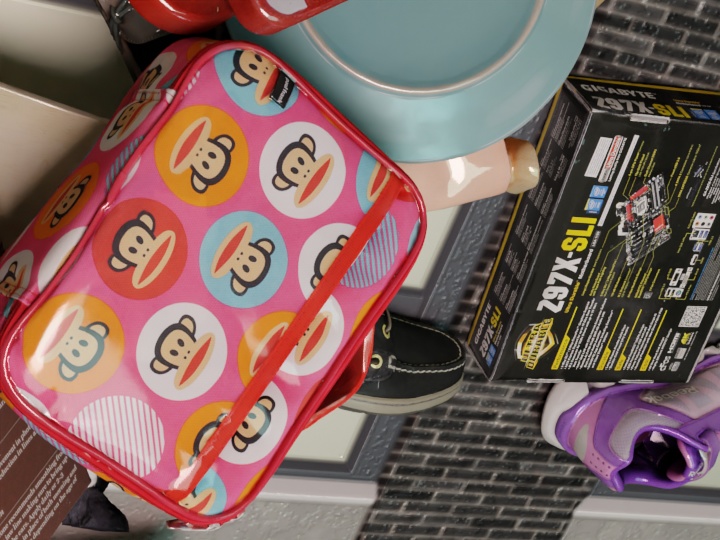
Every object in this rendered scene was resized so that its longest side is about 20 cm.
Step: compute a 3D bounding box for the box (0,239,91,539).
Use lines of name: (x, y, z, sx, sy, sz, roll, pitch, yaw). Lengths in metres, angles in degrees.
box: (-0.205, 0.055, 0.737, 0.074, 0.100, 0.201, 6, 128, 23)

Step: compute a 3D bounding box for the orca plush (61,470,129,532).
orca plush: (-0.114, 0.041, 0.849, 0.070, 0.202, 0.105, 9, 162, -18)

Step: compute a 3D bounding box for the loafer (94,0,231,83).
loafer: (-0.093, -0.121, 0.795, 0.071, 0.063, 0.201, -22, 130, -7)

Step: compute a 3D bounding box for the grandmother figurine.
grandmother figurine: (-0.005, -0.050, 0.820, 0.198, 0.060, 0.122, -11, 89, -20)

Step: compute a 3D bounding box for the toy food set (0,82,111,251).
toy food set: (-0.216, -0.050, 0.774, 0.198, 0.061, 0.144, 18, 118, -20)

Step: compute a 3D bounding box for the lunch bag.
lunch bag: (-0.066, 0.012, 0.730, 0.176, 0.082, 0.201, 40, 78, -28)

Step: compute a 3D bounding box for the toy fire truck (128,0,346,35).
toy fire truck: (-0.040, -0.211, 0.712, 0.167, 0.112, 0.201, -29, 96, -33)

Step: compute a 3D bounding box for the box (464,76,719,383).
box: (0.171, -0.019, 1.001, 0.158, 0.049, 0.201, 3, 122, -23)

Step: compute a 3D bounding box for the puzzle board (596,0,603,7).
puzzle board: (0.056, -0.164, 0.842, 0.200, 0.017, 0.151, -44, 125, -5)

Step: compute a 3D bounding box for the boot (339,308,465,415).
boot: (0.000, 0.001, 0.921, 0.202, 0.074, 0.155, 9, 116, -31)

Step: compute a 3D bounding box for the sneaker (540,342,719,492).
sneaker: (0.229, 0.109, 1.094, 0.198, 0.089, 0.081, -9, 125, -20)

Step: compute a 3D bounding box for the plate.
plate: (0.027, -0.155, 0.780, 0.198, 0.026, 0.202, 0, 91, -9)
